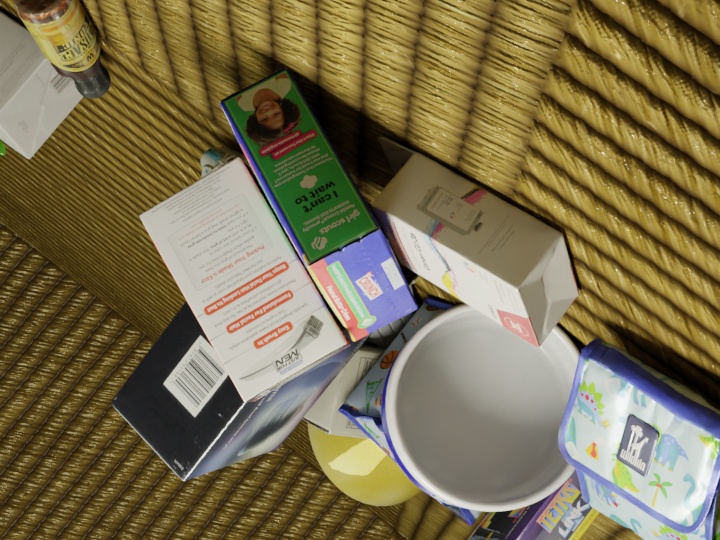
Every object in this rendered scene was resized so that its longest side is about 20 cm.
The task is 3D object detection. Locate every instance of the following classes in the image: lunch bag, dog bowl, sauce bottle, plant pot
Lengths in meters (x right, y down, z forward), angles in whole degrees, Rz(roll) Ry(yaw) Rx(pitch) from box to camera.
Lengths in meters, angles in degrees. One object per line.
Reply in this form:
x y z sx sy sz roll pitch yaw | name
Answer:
0.110 0.159 1.681 0.200 0.170 0.124 47 167 -26 | lunch bag
0.121 0.132 1.494 0.200 0.200 0.079 39 169 1 | dog bowl
-0.320 -0.255 1.695 0.066 0.066 0.200 34 168 20 | sauce bottle
0.277 0.165 1.380 0.170 0.127 0.200 31 152 38 | lunch bag
0.056 0.181 1.917 0.200 0.200 0.142 42 145 -14 | plant pot

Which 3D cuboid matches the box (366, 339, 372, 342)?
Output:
-0.053 0.043 1.803 0.109 0.128 0.200 32 166 51 | box

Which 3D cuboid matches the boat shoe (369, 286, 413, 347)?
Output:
0.000 0.000 1.694 0.071 0.072 0.200 36 158 46 | boat shoe

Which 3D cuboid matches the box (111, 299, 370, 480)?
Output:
-0.113 0.094 1.595 0.123 0.200 0.198 44 -159 16 | box

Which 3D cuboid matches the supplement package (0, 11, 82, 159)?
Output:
-0.473 -0.258 1.959 0.200 0.120 0.121 34 168 20 | supplement package

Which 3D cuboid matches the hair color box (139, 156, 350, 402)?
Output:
-0.106 0.010 1.434 0.200 0.111 0.064 60 -178 6 | hair color box

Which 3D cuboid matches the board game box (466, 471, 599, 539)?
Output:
0.203 0.241 1.635 0.057 0.200 0.165 41 166 -3 | board game box

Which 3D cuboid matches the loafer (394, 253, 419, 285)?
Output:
-0.015 -0.017 1.561 0.068 0.076 0.200 -2 174 45 | loafer

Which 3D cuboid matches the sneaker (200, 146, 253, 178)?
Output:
-0.140 -0.101 1.706 0.087 0.075 0.200 47 165 -8 | sneaker

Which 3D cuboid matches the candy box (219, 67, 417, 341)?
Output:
-0.037 -0.057 1.409 0.200 0.077 0.169 59 178 30 | candy box

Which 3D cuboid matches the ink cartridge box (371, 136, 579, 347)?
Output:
0.086 -0.027 1.347 0.200 0.068 0.116 32 165 29 | ink cartridge box

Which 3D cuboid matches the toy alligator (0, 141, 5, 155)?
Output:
-0.538 -0.198 1.947 0.200 0.054 0.059 42 168 -19 | toy alligator

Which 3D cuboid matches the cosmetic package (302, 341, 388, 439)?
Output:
0.039 0.139 1.761 0.200 0.103 0.087 12 -177 -31 | cosmetic package
